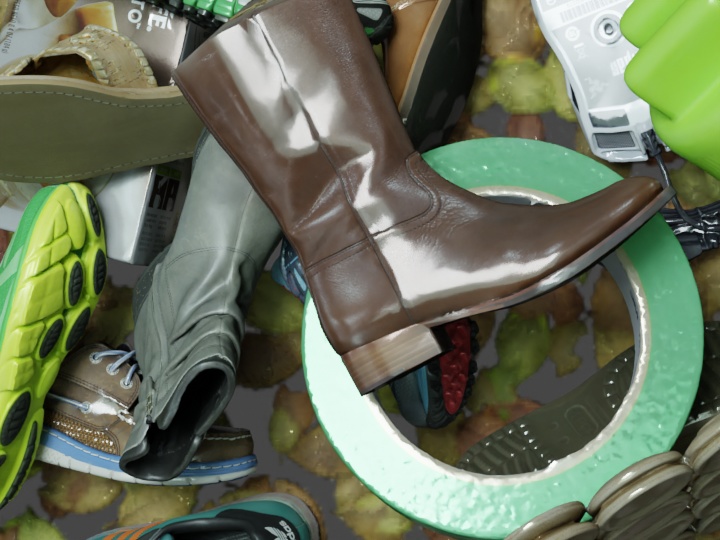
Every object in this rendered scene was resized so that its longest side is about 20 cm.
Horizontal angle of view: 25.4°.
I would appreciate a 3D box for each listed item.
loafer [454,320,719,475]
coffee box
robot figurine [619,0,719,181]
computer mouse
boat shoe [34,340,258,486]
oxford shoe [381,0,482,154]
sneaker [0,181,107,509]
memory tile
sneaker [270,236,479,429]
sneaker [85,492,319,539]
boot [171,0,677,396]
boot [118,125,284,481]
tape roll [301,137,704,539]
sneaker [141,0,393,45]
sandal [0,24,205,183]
[{"bbox_3d":[0.146,0.092,0.857,0.199,0.068,0.076,-23,38,1],"label":"loafer"},{"bbox_3d":[-0.147,-0.113,0.929,0.114,0.080,0.201,15,91,11],"label":"coffee box"},{"bbox_3d":[0.226,-0.084,0.795,0.199,0.176,0.116,28,128,-19],"label":"robot figurine"},{"bbox_3d":[0.152,-0.100,0.877,0.109,0.044,0.201,-19,89,17],"label":"computer mouse"},{"bbox_3d":[-0.152,0.078,0.927,0.199,0.072,0.073,8,91,14],"label":"boat shoe"},{"bbox_3d":[0.029,-0.140,0.884,0.071,0.071,0.201,7,68,19],"label":"oxford shoe"},{"bbox_3d":[-0.203,0.039,0.874,0.083,0.074,0.201,29,102,19],"label":"sneaker"},{"bbox_3d":[0.138,0.123,0.783,0.153,0.200,0.017,-31,67,0],"label":"memory tile"},{"bbox_3d":[0.000,0.000,0.903,0.095,0.079,0.201,-25,75,25],"label":"sneaker"},{"bbox_3d":[-0.124,0.177,0.912,0.199,0.080,0.072,-23,83,12],"label":"sneaker"},{"bbox_3d":[0.027,-0.068,0.766,0.186,0.064,0.201,-29,84,2],"label":"boot"},{"bbox_3d":[-0.069,0.012,0.831,0.067,0.131,0.200,17,127,-18],"label":"boot"},{"bbox_3d":[0.071,0.035,0.807,0.199,0.048,0.202,-1,77,6],"label":"tape roll"},{"bbox_3d":[-0.073,-0.170,0.839,0.199,0.078,0.086,25,91,3],"label":"sneaker"},{"bbox_3d":[-0.133,-0.096,0.851,0.210,0.078,0.070,0,54,-21],"label":"sandal"}]
